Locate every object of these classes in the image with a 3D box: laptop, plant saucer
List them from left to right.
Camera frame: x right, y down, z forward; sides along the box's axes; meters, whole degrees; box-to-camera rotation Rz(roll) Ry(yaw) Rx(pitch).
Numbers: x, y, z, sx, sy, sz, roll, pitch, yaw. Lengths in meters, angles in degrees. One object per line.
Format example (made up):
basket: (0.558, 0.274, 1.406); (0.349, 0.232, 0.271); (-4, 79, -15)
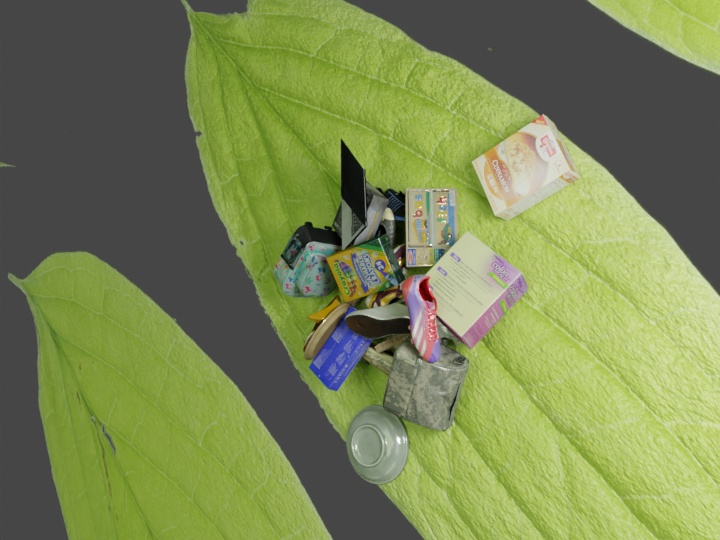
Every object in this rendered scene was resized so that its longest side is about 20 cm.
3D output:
laptop: (-0.046, -0.188, 1.736); (0.200, 0.115, 0.188); (-45, 37, 47)
plant saucer: (0.031, 0.453, 1.768); (0.199, 0.050, 0.202); (-6, 81, 37)

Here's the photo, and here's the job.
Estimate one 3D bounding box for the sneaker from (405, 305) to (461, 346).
sneaker: (0.173, 0.135, 1.688); (0.199, 0.075, 0.100); (10, 88, 38)

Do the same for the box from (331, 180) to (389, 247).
box: (-0.004, -0.151, 1.824); (0.159, 0.048, 0.200); (-67, 26, 14)

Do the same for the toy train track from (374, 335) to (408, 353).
toy train track: (0.074, 0.143, 1.762); (0.114, 0.033, 0.201); (-23, 51, -4)

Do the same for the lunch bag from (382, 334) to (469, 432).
lunch bag: (0.161, 0.270, 1.623); (0.167, 0.139, 0.201); (23, 115, 22)

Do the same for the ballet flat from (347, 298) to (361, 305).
ballet flat: (-0.004, 0.002, 1.851); (0.075, 0.064, 0.201); (33, 104, 37)

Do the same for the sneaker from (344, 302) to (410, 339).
sneaker: (0.061, 0.120, 1.686); (0.199, 0.085, 0.073); (0, 117, 27)

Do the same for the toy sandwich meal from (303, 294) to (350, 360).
toy sandwich meal: (-0.097, 0.147, 1.812); (0.070, 0.205, 0.206); (37, 106, 16)

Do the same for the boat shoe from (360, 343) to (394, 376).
boat shoe: (0.035, 0.231, 1.782); (0.199, 0.073, 0.063); (21, 93, 37)

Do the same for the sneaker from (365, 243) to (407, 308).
sneaker: (0.097, 0.031, 1.758); (0.090, 0.075, 0.201); (32, 98, 34)

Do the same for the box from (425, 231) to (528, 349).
box: (0.253, 0.045, 1.586); (0.200, 0.097, 0.176); (-46, 56, -2)

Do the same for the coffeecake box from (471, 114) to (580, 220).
coffeecake box: (0.381, -0.235, 1.582); (0.199, 0.073, 0.154); (-32, 64, 29)

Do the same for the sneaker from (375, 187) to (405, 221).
sneaker: (0.102, -0.172, 1.790); (0.199, 0.070, 0.079); (14, 99, 39)

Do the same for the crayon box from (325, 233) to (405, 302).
crayon box: (0.000, 0.000, 1.724); (0.199, 0.052, 0.126); (-19, 98, 33)

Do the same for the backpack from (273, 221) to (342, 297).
backpack: (-0.137, -0.010, 1.887); (0.200, 0.177, 0.151); (-51, 54, 28)

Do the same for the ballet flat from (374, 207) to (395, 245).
ballet flat: (0.047, -0.064, 1.768); (0.066, 0.056, 0.202); (27, 108, 56)

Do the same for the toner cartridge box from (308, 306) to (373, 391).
toner cartridge box: (-0.043, 0.203, 1.768); (0.095, 0.043, 0.201); (41, 100, 40)

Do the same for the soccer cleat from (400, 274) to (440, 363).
soccer cleat: (0.146, 0.108, 1.524); (0.076, 0.066, 0.201); (-20, 84, 48)

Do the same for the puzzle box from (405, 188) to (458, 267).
puzzle box: (0.177, -0.107, 1.704); (0.132, 0.025, 0.202); (-1, 82, 1)
